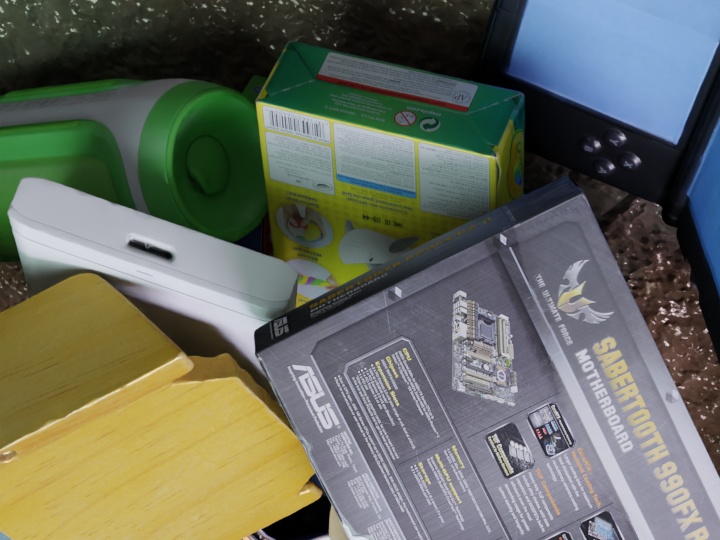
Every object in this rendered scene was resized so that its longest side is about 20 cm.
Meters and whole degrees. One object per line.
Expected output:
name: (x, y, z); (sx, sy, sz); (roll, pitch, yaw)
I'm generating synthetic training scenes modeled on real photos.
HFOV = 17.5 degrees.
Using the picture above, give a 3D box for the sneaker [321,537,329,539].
sneaker: (0.042, 0.164, 1.319); (0.200, 0.076, 0.115); (13, 146, 28)

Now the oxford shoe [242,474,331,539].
oxford shoe: (-0.061, 0.111, 1.255); (0.200, 0.073, 0.071); (-9, 117, 32)

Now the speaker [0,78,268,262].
speaker: (-0.135, -0.048, 1.154); (0.200, 0.088, 0.088); (-2, 132, 44)

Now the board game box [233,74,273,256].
board game box: (0.000, 0.000, 1.193); (0.135, 0.029, 0.200); (16, 138, 12)

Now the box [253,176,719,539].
box: (0.066, 0.082, 1.024); (0.158, 0.048, 0.200); (-27, 100, 1)

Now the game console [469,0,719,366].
game console: (0.126, -0.072, 0.984); (0.172, 0.119, 0.200); (23, 138, 6)

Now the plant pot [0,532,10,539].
plant pot: (-0.270, 0.131, 1.357); (0.200, 0.200, 0.188); (-1, 121, 29)

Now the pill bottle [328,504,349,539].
pill bottle: (0.084, 0.157, 1.153); (0.116, 0.116, 0.200); (-13, 133, 37)

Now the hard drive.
hard drive: (-0.097, 0.018, 1.127); (0.132, 0.027, 0.200); (19, 163, 3)

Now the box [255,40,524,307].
box: (0.018, -0.013, 1.105); (0.117, 0.048, 0.200); (15, 141, 14)

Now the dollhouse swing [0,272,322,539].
dollhouse swing: (-0.147, 0.045, 1.161); (0.182, 0.176, 0.200); (-28, 150, 6)
